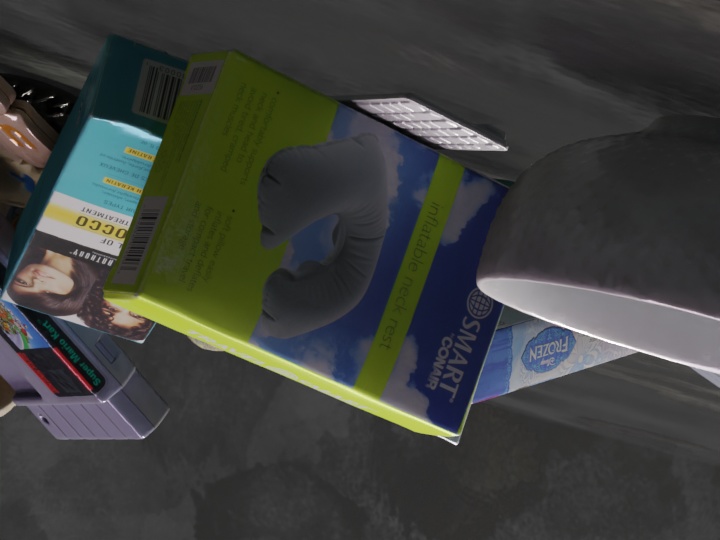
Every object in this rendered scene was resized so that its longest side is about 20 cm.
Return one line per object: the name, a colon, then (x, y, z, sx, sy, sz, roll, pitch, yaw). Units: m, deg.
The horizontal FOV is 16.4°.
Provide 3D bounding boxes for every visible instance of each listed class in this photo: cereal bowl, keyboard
cereal bowl: (0.149, -0.007, 0.967, 0.200, 0.083, 0.200, 17, 176, 1)
keyboard: (-0.001, -0.070, 1.178, 0.056, 0.011, 0.200, 19, 174, -26)

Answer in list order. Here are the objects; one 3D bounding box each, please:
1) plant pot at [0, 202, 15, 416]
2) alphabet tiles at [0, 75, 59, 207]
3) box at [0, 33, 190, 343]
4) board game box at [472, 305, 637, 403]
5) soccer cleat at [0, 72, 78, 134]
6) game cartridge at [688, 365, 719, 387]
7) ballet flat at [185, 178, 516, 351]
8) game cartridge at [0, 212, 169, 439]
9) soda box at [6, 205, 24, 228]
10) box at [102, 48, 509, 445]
plant pot: (-0.274, -0.033, 1.574, 0.183, 0.201, 0.200, 27, 177, 13)
alphabet tiles: (-0.239, -0.096, 1.336, 0.200, 0.015, 0.196, 11, 153, 46)
box: (-0.115, -0.036, 1.236, 0.082, 0.049, 0.200, 18, 149, -12)
board game box: (0.043, 0.021, 1.443, 0.200, 0.043, 0.199, 12, -163, 37)
soccer cleat: (-0.148, -0.063, 1.451, 0.200, 0.068, 0.073, 21, -169, -22)
game cartridge: (0.197, 0.042, 1.267, 0.200, 0.042, 0.133, 36, -179, 16)
ballet flat: (0.000, 0.000, 1.226, 0.200, 0.071, 0.071, -10, -173, -26)
game cartridge: (-0.200, 0.016, 1.379, 0.200, 0.038, 0.130, 50, 160, -17)
soda box: (-0.142, -0.012, 1.508, 0.068, 0.064, 0.200, 34, -159, 18)
box: (-0.006, -0.006, 1.149, 0.200, 0.122, 0.048, 24, 170, -27)
